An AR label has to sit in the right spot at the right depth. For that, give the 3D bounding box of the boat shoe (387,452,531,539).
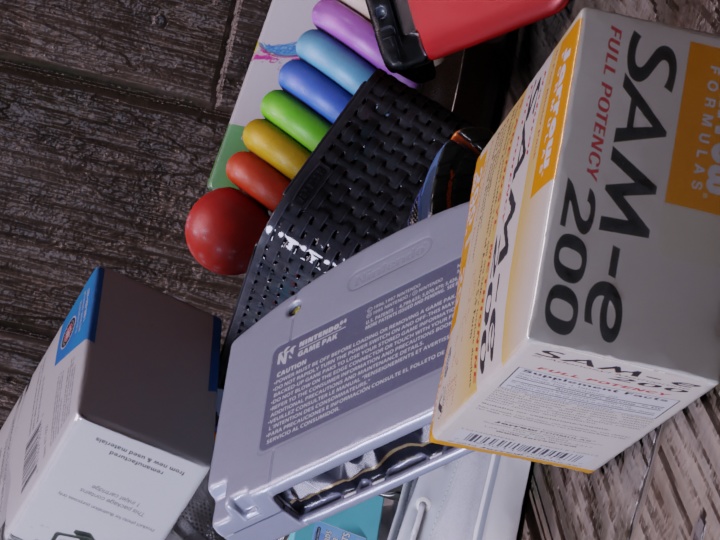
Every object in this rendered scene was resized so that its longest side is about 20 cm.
[{"bbox_3d":[0.043,0.077,1.336,0.072,0.068,0.200,124,157,-76],"label":"boat shoe"}]

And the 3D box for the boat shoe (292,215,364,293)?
[{"bbox_3d":[-0.010,0.012,1.801,0.200,0.074,0.060,73,-178,-52],"label":"boat shoe"}]

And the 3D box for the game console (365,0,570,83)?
[{"bbox_3d":[0.046,-0.218,1.588,0.172,0.119,0.200,2,-108,-81],"label":"game console"}]

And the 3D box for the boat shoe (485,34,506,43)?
[{"bbox_3d":[0.081,-0.230,1.623,0.076,0.072,0.200,-103,26,-78],"label":"boat shoe"}]

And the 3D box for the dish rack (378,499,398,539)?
[{"bbox_3d":[0.013,0.168,1.572,0.200,0.043,0.172,-97,20,-72],"label":"dish rack"}]

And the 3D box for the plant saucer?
[{"bbox_3d":[0.058,-0.097,1.770,0.200,0.032,0.200,-168,90,-85],"label":"plant saucer"}]

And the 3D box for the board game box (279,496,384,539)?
[{"bbox_3d":[-0.035,0.216,1.493,0.151,0.047,0.200,114,166,-63],"label":"board game box"}]

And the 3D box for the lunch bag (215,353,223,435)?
[{"bbox_3d":[-0.060,0.144,1.753,0.094,0.150,0.200,-59,-16,-75],"label":"lunch bag"}]

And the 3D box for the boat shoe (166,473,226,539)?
[{"bbox_3d":[-0.072,0.207,1.675,0.200,0.069,0.071,54,153,14],"label":"boat shoe"}]

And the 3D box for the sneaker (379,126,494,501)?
[{"bbox_3d":[0.042,0.029,1.438,0.078,0.075,0.200,125,166,-62],"label":"sneaker"}]

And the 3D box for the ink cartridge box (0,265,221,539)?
[{"bbox_3d":[-0.160,0.123,1.610,0.200,0.084,0.146,-58,18,30],"label":"ink cartridge box"}]

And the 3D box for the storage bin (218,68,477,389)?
[{"bbox_3d":[0.000,0.000,1.602,0.135,0.094,0.200,-55,-8,-32],"label":"storage bin"}]

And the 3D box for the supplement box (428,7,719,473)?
[{"bbox_3d":[0.085,-0.005,1.070,0.200,0.073,0.126,123,159,-73],"label":"supplement box"}]

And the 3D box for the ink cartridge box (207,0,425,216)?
[{"bbox_3d":[-0.011,-0.111,1.864,0.145,0.084,0.200,50,-124,-64],"label":"ink cartridge box"}]

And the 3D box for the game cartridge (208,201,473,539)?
[{"bbox_3d":[0.019,0.038,1.308,0.200,0.041,0.133,-26,41,30],"label":"game cartridge"}]

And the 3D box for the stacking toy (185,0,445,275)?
[{"bbox_3d":[-0.036,-0.083,1.746,0.200,0.085,0.085,-53,6,0],"label":"stacking toy"}]
